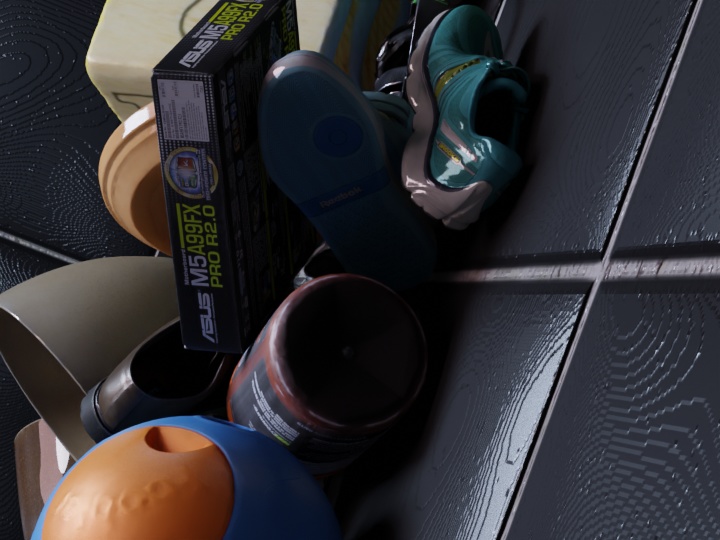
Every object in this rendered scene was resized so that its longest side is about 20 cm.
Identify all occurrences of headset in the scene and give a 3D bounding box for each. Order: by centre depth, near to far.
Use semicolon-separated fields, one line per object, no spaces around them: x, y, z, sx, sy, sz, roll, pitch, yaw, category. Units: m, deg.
0.028;-0.135;1.669;0.124;0.094;0.200;-83;1;-56;headset

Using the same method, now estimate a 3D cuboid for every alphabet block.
-0.074;-0.183;1.811;0.196;0.200;0.196;61;-140;-56;alphabet block

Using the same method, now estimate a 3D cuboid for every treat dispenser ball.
-0.107;0.191;1.404;0.201;0.201;0.201;-159;90;-80;treat dispenser ball

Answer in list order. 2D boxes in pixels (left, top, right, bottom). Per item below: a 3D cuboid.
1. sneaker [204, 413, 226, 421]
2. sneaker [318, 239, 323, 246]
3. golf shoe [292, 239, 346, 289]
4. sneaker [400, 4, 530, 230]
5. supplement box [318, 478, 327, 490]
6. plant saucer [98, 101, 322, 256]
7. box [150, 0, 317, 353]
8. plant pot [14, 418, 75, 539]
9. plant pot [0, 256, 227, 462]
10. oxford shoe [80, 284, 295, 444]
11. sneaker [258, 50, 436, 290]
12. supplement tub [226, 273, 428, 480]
-0.110;0.198;1.555;0.078;0.090;0.200;-106;2;-75;sneaker
-0.056;-0.022;1.802;0.131;0.079;0.200;-82;-5;-63;sneaker
0.000;0.000;1.656;0.095;0.078;0.200;-50;6;-13;golf shoe
0.080;-0.107;1.464;0.080;0.077;0.200;-39;30;31;sneaker
-0.076;0.138;1.717;0.200;0.073;0.126;130;159;-60;supplement box
-0.090;-0.062;1.640;0.200;0.200;0.038;122;149;-48;plant saucer
-0.080;-0.069;1.488;0.160;0.044;0.200;-59;-31;-57;box
-0.234;0.257;2.099;0.187;0.187;0.200;127;146;-58;plant pot
-0.164;0.067;1.668;0.134;0.200;0.200;-37;0;-18;plant pot
-0.100;0.054;1.558;0.200;0.073;0.084;-40;-3;-43;oxford shoe
-0.010;-0.093;1.496;0.131;0.079;0.200;-89;-21;-46;sneaker
-0.029;0.078;1.490;0.200;0.107;0.107;131;158;-67;supplement tub
